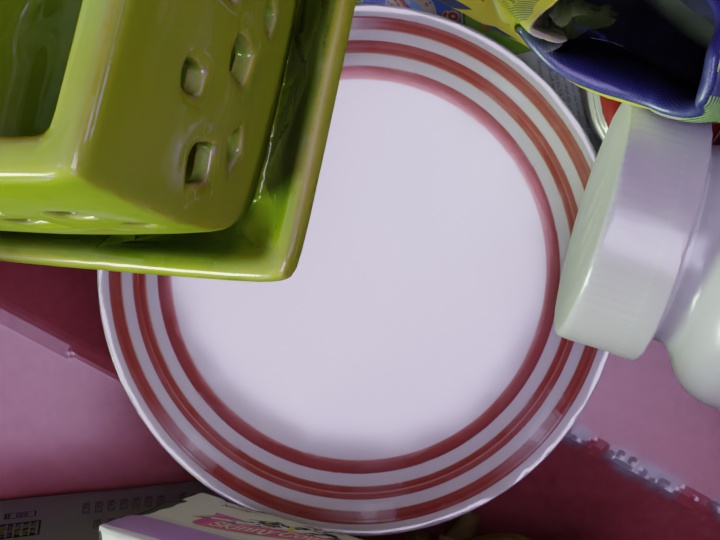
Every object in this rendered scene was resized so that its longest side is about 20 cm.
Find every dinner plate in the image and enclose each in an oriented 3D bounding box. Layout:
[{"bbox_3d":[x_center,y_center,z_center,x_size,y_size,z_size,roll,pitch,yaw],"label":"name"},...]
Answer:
[{"bbox_3d":[0.000,0.000,0.992,0.199,0.024,0.201,0,92,-4],"label":"dinner plate"}]

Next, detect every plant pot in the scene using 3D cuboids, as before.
[{"bbox_3d":[-0.108,-0.101,0.897,0.199,0.181,0.200,4,76,30],"label":"plant pot"}]

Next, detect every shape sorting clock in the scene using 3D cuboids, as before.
[{"bbox_3d":[0.037,-0.063,1.025,0.199,0.039,0.201,0,93,-5],"label":"shape sorting clock"}]

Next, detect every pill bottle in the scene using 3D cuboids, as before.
[{"bbox_3d":[0.178,0.008,0.943,0.199,0.110,0.110,17,100,-2],"label":"pill bottle"}]

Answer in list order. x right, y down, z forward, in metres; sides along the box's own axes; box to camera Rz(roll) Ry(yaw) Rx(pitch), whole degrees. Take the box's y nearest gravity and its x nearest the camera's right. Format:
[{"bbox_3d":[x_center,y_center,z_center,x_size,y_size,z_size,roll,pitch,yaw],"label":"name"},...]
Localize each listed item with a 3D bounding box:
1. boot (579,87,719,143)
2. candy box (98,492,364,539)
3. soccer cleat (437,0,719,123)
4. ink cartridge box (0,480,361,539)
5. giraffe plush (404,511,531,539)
[{"bbox_3d":[0.148,-0.130,0.948,0.072,0.144,0.201,19,90,-18],"label":"boot"},{"bbox_3d":[-0.018,0.198,0.935,0.167,0.071,0.201,11,101,30],"label":"candy box"},{"bbox_3d":[0.064,-0.107,0.929,0.200,0.084,0.065,25,118,28],"label":"soccer cleat"},{"bbox_3d":[-0.076,0.192,1.049,0.175,0.084,0.201,-7,102,-3],"label":"ink cartridge box"},{"bbox_3d":[0.072,0.174,1.024,0.199,0.172,0.163,-15,91,-18],"label":"giraffe plush"}]
